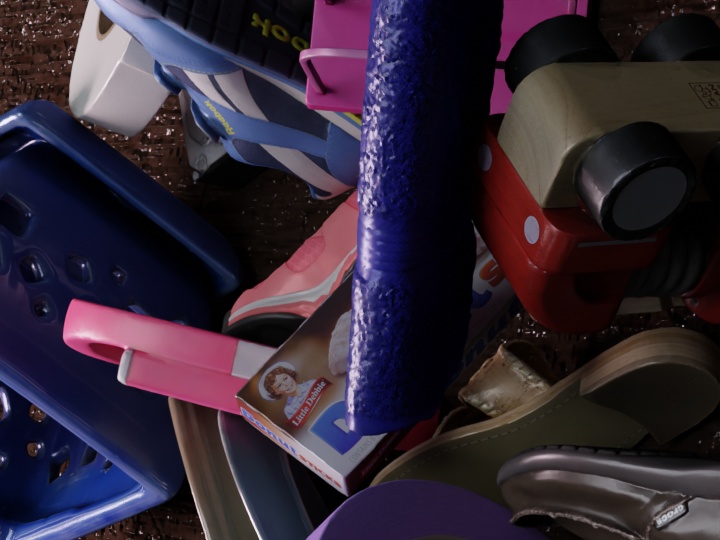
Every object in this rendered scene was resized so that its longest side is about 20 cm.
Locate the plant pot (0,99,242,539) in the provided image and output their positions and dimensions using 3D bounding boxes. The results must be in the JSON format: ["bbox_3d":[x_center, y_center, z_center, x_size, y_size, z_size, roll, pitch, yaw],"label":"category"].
[{"bbox_3d":[-0.197,0.028,1.512,0.200,0.200,0.180,-24,36,50],"label":"plant pot"}]

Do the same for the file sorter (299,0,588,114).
[{"bbox_3d":[0.047,-0.182,1.271,0.125,0.138,0.201,65,-149,-83],"label":"file sorter"}]

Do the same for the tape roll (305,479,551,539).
[{"bbox_3d":[0.043,0.195,1.177,0.066,0.199,0.201,-46,49,36],"label":"tape roll"}]

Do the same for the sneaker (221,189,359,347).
[{"bbox_3d":[0.000,0.000,1.402,0.200,0.074,0.087,-28,36,50],"label":"sneaker"}]

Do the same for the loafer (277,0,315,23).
[{"bbox_3d":[-0.010,-0.161,1.404,0.200,0.068,0.071,-24,72,27],"label":"loafer"}]

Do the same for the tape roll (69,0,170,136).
[{"bbox_3d":[-0.113,-0.174,1.476,0.203,0.037,0.204,-160,90,-74],"label":"tape roll"}]

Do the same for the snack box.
[{"bbox_3d":[0.032,0.016,1.260,0.072,0.024,0.200,35,68,23],"label":"snack box"}]

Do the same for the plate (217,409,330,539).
[{"bbox_3d":[-0.018,0.155,1.309,0.025,0.200,0.201,-27,53,1],"label":"plate"}]

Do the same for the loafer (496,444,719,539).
[{"bbox_3d":[0.139,0.117,1.166,0.199,0.073,0.071,1,86,46],"label":"loafer"}]

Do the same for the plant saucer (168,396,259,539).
[{"bbox_3d":[-0.058,0.157,1.369,0.200,0.029,0.201,163,90,-87],"label":"plant saucer"}]

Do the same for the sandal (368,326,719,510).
[{"bbox_3d":[0.092,0.062,1.268,0.211,0.077,0.070,-30,39,38],"label":"sandal"}]

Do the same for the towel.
[{"bbox_3d":[0.030,-0.040,1.140,0.148,0.049,0.201,-65,-20,-72],"label":"towel"}]

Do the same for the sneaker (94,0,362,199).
[{"bbox_3d":[-0.067,-0.103,1.363,0.082,0.200,0.074,-45,18,40],"label":"sneaker"}]

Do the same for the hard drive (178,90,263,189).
[{"bbox_3d":[-0.062,-0.167,1.529,0.140,0.038,0.201,-33,56,43],"label":"hard drive"}]

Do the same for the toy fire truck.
[{"bbox_3d":[0.120,-0.017,1.164,0.129,0.175,0.201,59,141,39],"label":"toy fire truck"}]

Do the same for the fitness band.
[{"bbox_3d":[-0.057,0.054,1.338,0.199,0.144,0.038,15,88,7],"label":"fitness band"}]
